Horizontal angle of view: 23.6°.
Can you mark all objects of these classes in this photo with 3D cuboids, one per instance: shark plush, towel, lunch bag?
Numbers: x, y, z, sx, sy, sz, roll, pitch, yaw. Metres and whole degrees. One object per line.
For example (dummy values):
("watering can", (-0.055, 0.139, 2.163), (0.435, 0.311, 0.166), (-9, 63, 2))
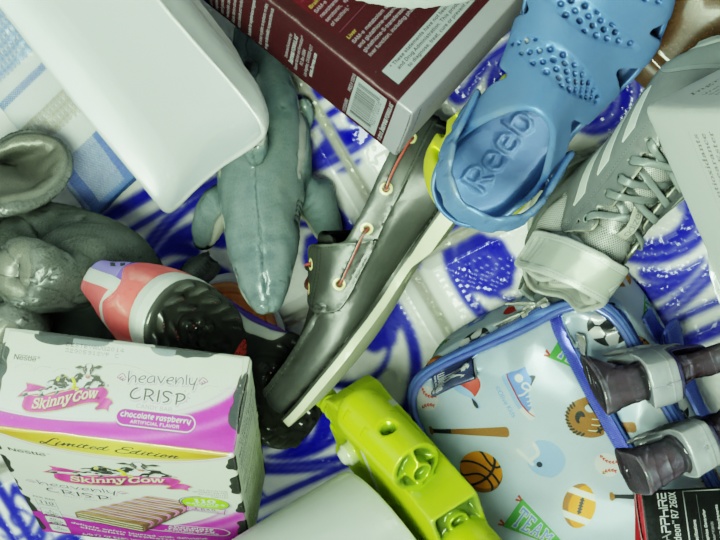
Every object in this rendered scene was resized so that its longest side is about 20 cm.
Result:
("shark plush", (-0.049, -0.079, 0.995), (0.091, 0.083, 0.200), (10, 103, 3))
("towel", (-0.188, -0.145, 1.068), (0.147, 0.024, 0.200), (-38, 92, 33))
("lunch bag", (0.129, 0.101, 0.989), (0.160, 0.076, 0.200), (-26, 99, 29))

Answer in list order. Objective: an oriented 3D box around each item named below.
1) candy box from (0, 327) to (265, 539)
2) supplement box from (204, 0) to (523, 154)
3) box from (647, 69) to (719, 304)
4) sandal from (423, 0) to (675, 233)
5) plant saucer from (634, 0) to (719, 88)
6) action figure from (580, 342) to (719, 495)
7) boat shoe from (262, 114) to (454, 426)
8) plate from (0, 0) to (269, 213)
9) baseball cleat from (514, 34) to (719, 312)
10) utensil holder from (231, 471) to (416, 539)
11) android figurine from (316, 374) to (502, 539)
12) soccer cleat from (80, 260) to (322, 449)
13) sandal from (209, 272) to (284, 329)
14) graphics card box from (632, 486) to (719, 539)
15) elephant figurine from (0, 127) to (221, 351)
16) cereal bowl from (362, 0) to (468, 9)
("candy box", (-0.128, 0.104, 0.993), (0.136, 0.061, 0.200), (6, 155, 3))
("supplement box", (-0.021, -0.169, 0.925), (0.200, 0.109, 0.061), (40, 161, 6))
("box", (0.271, -0.028, 0.777), (0.200, 0.131, 0.199), (-28, 103, -11))
("sandal", (0.096, -0.091, 0.872), (0.079, 0.087, 0.200), (27, 115, -2))
("plant saucer", (0.200, -0.162, 0.873), (0.200, 0.034, 0.200), (10, 114, 23))
("action figure", (0.223, 0.048, 0.901), (0.200, 0.069, 0.130), (-18, 92, -2))
("boat shoe", (0.000, 0.000, 0.994), (0.063, 0.074, 0.201), (34, 104, 3))
("plate", (-0.136, -0.137, 0.969), (0.200, 0.032, 0.200), (51, 157, -5))
("baseball cleat", (0.148, -0.039, 0.883), (0.070, 0.106, 0.200), (28, 146, -11))
("utensil holder", (-0.048, 0.232, 0.985), (0.170, 0.200, 0.170), (52, 166, 19))
("android figurine", (0.033, 0.139, 1.005), (0.200, 0.041, 0.182), (45, 162, 44))
("soccer cleat", (-0.087, 0.047, 1.030), (0.073, 0.200, 0.068), (25, 81, 37))
("sandal", (-0.138, 0.068, 1.108), (0.207, 0.059, 0.079), (-22, 100, 30))
("graphics card box", (0.247, 0.168, 0.917), (0.200, 0.051, 0.126), (-4, 131, 4))
("elephant figurine", (-0.222, -0.019, 1.069), (0.142, 0.155, 0.200), (-54, 53, 13))
("cereal bowl", (0.013, -0.209, 0.861), (0.200, 0.200, 0.083), (38, 148, 7))
